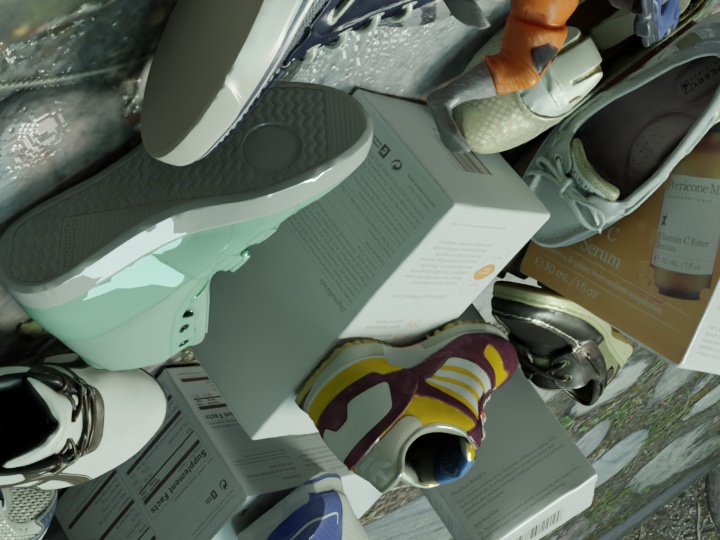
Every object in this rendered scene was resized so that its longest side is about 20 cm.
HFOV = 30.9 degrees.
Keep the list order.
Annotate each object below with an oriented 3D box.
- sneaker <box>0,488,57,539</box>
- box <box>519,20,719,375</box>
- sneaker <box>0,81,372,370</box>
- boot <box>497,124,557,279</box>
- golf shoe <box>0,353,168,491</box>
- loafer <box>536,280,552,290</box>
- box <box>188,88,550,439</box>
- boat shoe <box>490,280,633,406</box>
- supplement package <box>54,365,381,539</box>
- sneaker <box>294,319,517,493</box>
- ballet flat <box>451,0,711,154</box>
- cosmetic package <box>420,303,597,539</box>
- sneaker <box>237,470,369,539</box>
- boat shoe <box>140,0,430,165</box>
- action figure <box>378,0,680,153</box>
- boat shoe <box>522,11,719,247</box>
[{"bbox_3d":[-0.240,0.130,0.733,0.085,0.077,0.199,-52,154,21],"label":"sneaker"},{"bbox_3d":[0.224,-0.052,0.868,0.106,0.152,0.202,12,104,-43],"label":"box"},{"bbox_3d":[-0.080,-0.019,0.686,0.199,0.074,0.119,-26,149,-3],"label":"sneaker"},{"bbox_3d":[0.130,-0.066,0.930,0.147,0.070,0.199,-51,155,13],"label":"boot"},{"bbox_3d":[-0.168,0.085,0.691,0.094,0.079,0.199,1,-178,41],"label":"golf shoe"},{"bbox_3d":[0.235,0.016,1.008,0.197,0.071,0.075,-1,160,-11],"label":"loafer"},{"bbox_3d":[0.000,0.000,0.810,0.200,0.098,0.124,-49,154,23],"label":"box"},{"bbox_3d":[0.150,0.059,0.969,0.199,0.073,0.066,28,79,-53],"label":"boat shoe"},{"bbox_3d":[-0.090,0.158,0.950,0.156,0.111,0.199,-49,154,24],"label":"supplement package"},{"bbox_3d":[0.047,0.090,0.803,0.199,0.090,0.075,-7,142,-50],"label":"sneaker"},{"bbox_3d":[0.138,-0.141,0.787,0.199,0.068,0.062,-38,-167,-17],"label":"ballet flat"},{"bbox_3d":[0.081,0.118,1.012,0.112,0.201,0.081,-30,155,-9],"label":"cosmetic package"},{"bbox_3d":[-0.009,0.217,0.890,0.080,0.115,0.200,-37,156,-7],"label":"sneaker"},{"bbox_3d":[-0.016,-0.119,0.578,0.092,0.075,0.201,14,126,-38],"label":"boat shoe"},{"bbox_3d":[0.097,-0.178,0.645,0.194,0.104,0.201,-46,148,-20],"label":"action figure"},{"bbox_3d":[0.161,-0.078,0.793,0.202,0.075,0.065,-39,174,40],"label":"boat shoe"}]
